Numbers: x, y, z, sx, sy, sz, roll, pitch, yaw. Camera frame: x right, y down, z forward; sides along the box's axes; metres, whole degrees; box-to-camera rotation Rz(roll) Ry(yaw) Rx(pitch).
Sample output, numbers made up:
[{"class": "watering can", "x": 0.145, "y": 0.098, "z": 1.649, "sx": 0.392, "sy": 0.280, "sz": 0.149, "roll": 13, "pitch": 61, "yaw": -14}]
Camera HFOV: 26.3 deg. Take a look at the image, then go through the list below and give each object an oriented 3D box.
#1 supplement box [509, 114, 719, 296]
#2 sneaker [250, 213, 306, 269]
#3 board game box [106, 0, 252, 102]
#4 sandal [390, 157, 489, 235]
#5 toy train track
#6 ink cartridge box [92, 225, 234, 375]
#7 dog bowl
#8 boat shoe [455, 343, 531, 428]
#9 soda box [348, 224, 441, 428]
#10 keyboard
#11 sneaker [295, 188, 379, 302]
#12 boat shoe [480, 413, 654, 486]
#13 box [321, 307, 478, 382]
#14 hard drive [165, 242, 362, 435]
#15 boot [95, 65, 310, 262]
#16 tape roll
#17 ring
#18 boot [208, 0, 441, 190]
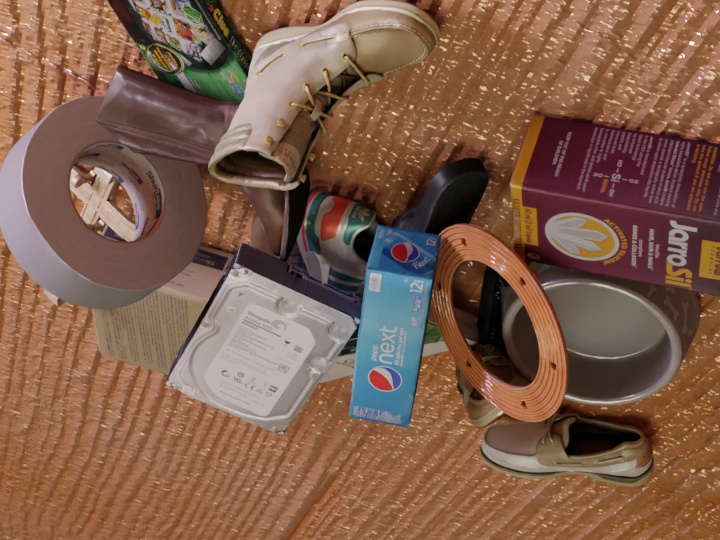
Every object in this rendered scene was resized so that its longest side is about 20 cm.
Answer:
[{"class": "supplement box", "x": 0.238, "y": -0.056, "z": 1.347, "sx": 0.199, "sy": 0.086, "sz": 0.111, "roll": 11, "pitch": 147, "yaw": 16}, {"class": "sneaker", "x": -0.097, "y": 0.005, "z": 1.652, "sx": 0.072, "sy": 0.073, "sz": 0.200, "roll": 21, "pitch": 147, "yaw": 4}, {"class": "board game box", "x": -0.154, "y": -0.202, "z": 1.421, "sx": 0.104, "sy": 0.024, "sz": 0.200, "roll": 1, "pitch": 143, "yaw": 28}, {"class": "sandal", "x": 0.066, "y": -0.046, "z": 1.492, "sx": 0.075, "sy": 0.048, "sz": 0.201, "roll": -10, "pitch": 146, "yaw": -33}, {"class": "toy train track", "x": -0.306, "y": -0.039, "z": 1.661, "sx": 0.115, "sy": 0.032, "sz": 0.200, "roll": 41, "pitch": 124, "yaw": 18}, {"class": "ink cartridge box", "x": -0.223, "y": 0.042, "z": 1.779, "sx": 0.164, "sy": 0.075, "sz": 0.200, "roll": 16, "pitch": 147, "yaw": 7}, {"class": "dog bowl", "x": 0.229, "y": 0.054, "z": 1.509, "sx": 0.199, "sy": 0.059, "sz": 0.201, "roll": 11, "pitch": 136, "yaw": 11}, {"class": "boat shoe", "x": 0.128, "y": 0.114, "z": 1.594, "sx": 0.065, "sy": 0.071, "sz": 0.200, "roll": 59, "pitch": 176, "yaw": -4}, {"class": "soda box", "x": 0.032, "y": 0.057, "z": 1.487, "sx": 0.064, "sy": 0.068, "sz": 0.201, "roll": 10, "pitch": 131, "yaw": 3}, {"class": "keyboard", "x": 0.169, "y": 0.076, "z": 1.630, "sx": 0.104, "sy": 0.040, "sz": 0.200, "roll": 16, "pitch": 149, "yaw": 11}, {"class": "sneaker", "x": 0.000, "y": -0.001, "z": 1.585, "sx": 0.093, "sy": 0.070, "sz": 0.200, "roll": 12, "pitch": 145, "yaw": 26}, {"class": "boat shoe", "x": 0.232, "y": 0.194, "z": 1.747, "sx": 0.199, "sy": 0.075, "sz": 0.069, "roll": 2, "pitch": 138, "yaw": 16}, {"class": "box", "x": 0.008, "y": 0.073, "z": 1.625, "sx": 0.199, "sy": 0.037, "sz": 0.144, "roll": -17, "pitch": 162, "yaw": 24}, {"class": "hard drive", "x": -0.098, "y": 0.074, "z": 1.551, "sx": 0.139, "sy": 0.038, "sz": 0.200, "roll": 25, "pitch": 130, "yaw": -11}, {"class": "boot", "x": -0.152, "y": -0.103, "z": 1.480, "sx": 0.199, "sy": 0.064, "sz": 0.187, "roll": 12, "pitch": 130, "yaw": 11}, {"class": "tape roll", "x": -0.252, "y": -0.067, "z": 1.513, "sx": 0.200, "sy": 0.201, "sz": 0.066, "roll": 35, "pitch": 145, "yaw": -20}, {"class": "ring", "x": 0.130, "y": 0.048, "z": 1.440, "sx": 0.200, "sy": 0.019, "sz": 0.201, "roll": 41, "pitch": 145, "yaw": 37}, {"class": "boot", "x": -0.032, "y": -0.146, "z": 1.307, "sx": 0.199, "sy": 0.155, "sz": 0.072, "roll": -7, "pitch": 139, "yaw": 38}]
